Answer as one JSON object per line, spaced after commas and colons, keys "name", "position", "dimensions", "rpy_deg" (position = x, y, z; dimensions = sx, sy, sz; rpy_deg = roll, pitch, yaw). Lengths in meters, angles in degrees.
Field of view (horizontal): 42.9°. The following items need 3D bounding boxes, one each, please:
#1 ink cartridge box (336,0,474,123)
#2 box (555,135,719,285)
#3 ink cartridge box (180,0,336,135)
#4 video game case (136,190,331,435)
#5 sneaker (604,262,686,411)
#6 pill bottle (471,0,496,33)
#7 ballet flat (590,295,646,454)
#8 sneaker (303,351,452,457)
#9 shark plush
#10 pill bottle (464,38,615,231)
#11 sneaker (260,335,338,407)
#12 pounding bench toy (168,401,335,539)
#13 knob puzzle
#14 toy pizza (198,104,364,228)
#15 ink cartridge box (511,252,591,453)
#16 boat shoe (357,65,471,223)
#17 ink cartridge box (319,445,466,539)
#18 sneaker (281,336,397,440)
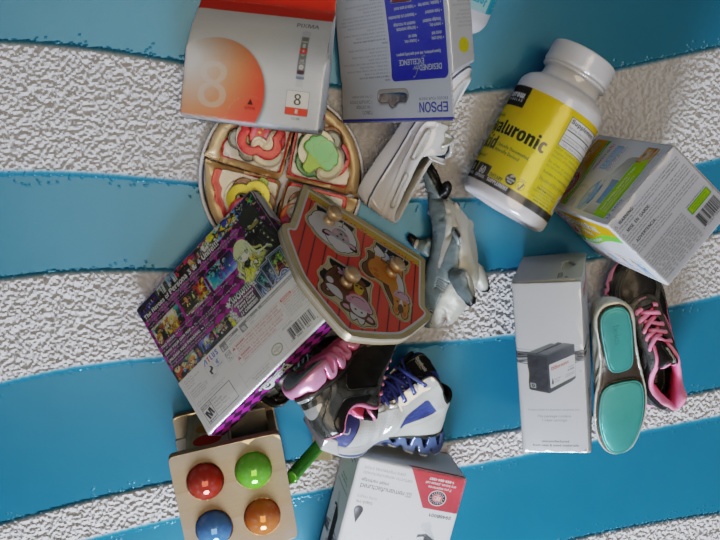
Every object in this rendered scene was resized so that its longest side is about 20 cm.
{"name": "ink cartridge box", "position": [0.042, -0.263, 0.976], "dimensions": [0.046, 0.196, 0.205], "rpy_deg": [-16, 106, -34]}
{"name": "box", "position": [0.310, -0.076, 1.053], "dimensions": [0.101, 0.200, 0.113], "rpy_deg": [40, 94, -14]}
{"name": "ink cartridge box", "position": [-0.107, -0.259, 0.999], "dimensions": [0.158, 0.050, 0.205], "rpy_deg": [7, 99, 5]}
{"name": "video game case", "position": [-0.136, 0.046, 1.011], "dimensions": [0.200, 0.036, 0.182], "rpy_deg": [-44, 64, 12]}
{"name": "sneaker", "position": [0.363, 0.083, 1.139], "dimensions": [0.077, 0.095, 0.204], "rpy_deg": [-17, 102, -4]}
{"name": "pill bottle", "position": [0.109, -0.340, 1.004], "dimensions": [0.108, 0.111, 0.203], "rpy_deg": [17, 111, -12]}
{"name": "ballet flat", "position": [0.312, 0.123, 1.128], "dimensions": [0.068, 0.070, 0.205], "rpy_deg": [-11, 108, -8]}
{"name": "sneaker", "position": [0.033, 0.150, 1.081], "dimensions": [0.196, 0.081, 0.117], "rpy_deg": [6, 114, -34]}
{"name": "shark plush", "position": [0.092, -0.032, 1.094], "dimensions": [0.081, 0.091, 0.204], "rpy_deg": [-8, 109, 23]}
{"name": "pill bottle", "position": [0.212, -0.158, 1.066], "dimensions": [0.110, 0.111, 0.203], "rpy_deg": [28, 94, -14]}
{"name": "sneaker", "position": [-0.063, 0.120, 1.069], "dimensions": [0.195, 0.114, 0.078], "rpy_deg": [8, 100, -15]}
{"name": "pounding bench toy", "position": [-0.111, 0.229, 1.057], "dimensions": [0.195, 0.156, 0.127], "rpy_deg": [-12, 102, -8]}
{"name": "knob puzzle", "position": [0.000, 0.000, 0.989], "dimensions": [0.217, 0.222, 0.031], "rpy_deg": [33, 124, -14]}
{"name": "toy pizza", "position": [-0.090, -0.106, 1.063], "dimensions": [0.195, 0.032, 0.206], "rpy_deg": [-2, 100, -10]}
{"name": "ink cartridge box", "position": [0.231, 0.093, 1.090], "dimensions": [0.082, 0.145, 0.205], "rpy_deg": [-2, 102, 16]}
{"name": "boat shoe", "position": [0.076, -0.147, 1.055], "dimensions": [0.065, 0.073, 0.202], "rpy_deg": [38, 107, 14]}
{"name": "ink cartridge box", "position": [0.032, 0.324, 1.137], "dimensions": [0.141, 0.084, 0.205], "rpy_deg": [13, 98, -13]}
{"name": "sneaker", "position": [-0.001, 0.117, 1.019], "dimensions": [0.199, 0.079, 0.097], "rpy_deg": [-34, 93, -45]}
